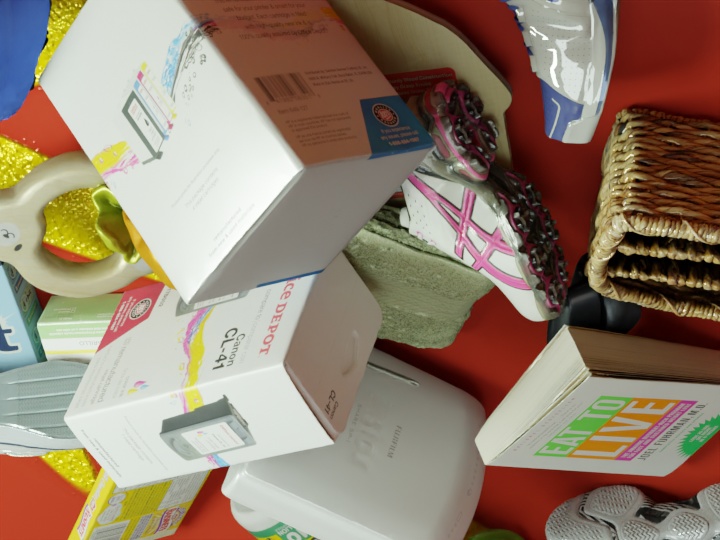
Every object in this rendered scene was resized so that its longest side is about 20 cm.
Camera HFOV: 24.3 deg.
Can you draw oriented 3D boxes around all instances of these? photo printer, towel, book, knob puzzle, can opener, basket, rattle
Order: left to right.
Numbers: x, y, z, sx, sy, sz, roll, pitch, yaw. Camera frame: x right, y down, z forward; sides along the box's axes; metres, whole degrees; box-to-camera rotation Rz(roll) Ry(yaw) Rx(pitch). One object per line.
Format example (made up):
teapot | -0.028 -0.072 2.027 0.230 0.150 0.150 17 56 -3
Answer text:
rattle | -0.239 -0.005 1.263 0.200 0.143 0.130 -6 140 -15
towel | 0.000 0.000 1.290 0.200 0.037 0.148 16 145 -11
photo printer | 0.005 0.147 1.352 0.200 0.167 0.069 27 147 -11
knob puzzle | 0.014 -0.123 1.223 0.219 0.030 0.220 5 129 6
can opener | 0.173 0.066 1.330 0.079 0.063 0.200 -13 140 -14
book | 0.204 0.110 1.316 0.200 0.048 0.134 7 136 -36
basket | 0.263 -0.010 1.196 0.200 0.149 0.143 9 128 1

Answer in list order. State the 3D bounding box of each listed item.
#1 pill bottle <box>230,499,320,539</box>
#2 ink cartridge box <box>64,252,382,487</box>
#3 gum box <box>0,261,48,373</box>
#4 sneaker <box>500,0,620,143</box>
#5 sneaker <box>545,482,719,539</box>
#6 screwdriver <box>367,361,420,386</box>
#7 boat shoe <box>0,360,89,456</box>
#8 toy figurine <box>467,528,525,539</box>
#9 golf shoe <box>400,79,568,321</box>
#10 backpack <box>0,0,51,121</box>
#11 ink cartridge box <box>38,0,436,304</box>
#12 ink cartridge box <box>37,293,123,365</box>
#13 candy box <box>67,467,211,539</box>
pill bottle | -0.007 0.228 1.449 0.113 0.113 0.200 -32 116 29
ink cartridge box | -0.101 0.068 1.242 0.200 0.148 0.086 -16 124 29
gum box | -0.353 0.045 1.407 0.170 0.045 0.200 -4 127 11
sneaker | 0.119 -0.192 1.130 0.115 0.081 0.200 7 122 9
sneaker | 0.263 0.247 1.441 0.200 0.075 0.115 -6 124 10
screwdriver | -0.046 0.056 1.326 0.200 0.028 0.029 24 147 6
boat shoe | -0.277 0.117 1.387 0.200 0.074 0.067 3 156 4
toy figurine | 0.156 0.295 1.394 0.184 0.150 0.200 3 158 47
golf shoe | 0.079 -0.042 1.216 0.092 0.073 0.200 -22 112 31
backpack | -0.317 -0.175 1.116 0.200 0.168 0.163 43 135 17
ink cartridge box | -0.086 -0.107 1.125 0.145 0.147 0.200 -47 70 35
ink cartridge box | -0.179 0.108 1.427 0.145 0.048 0.200 -2 125 10
candy box | -0.184 0.188 1.442 0.102 0.026 0.200 -14 153 -31
